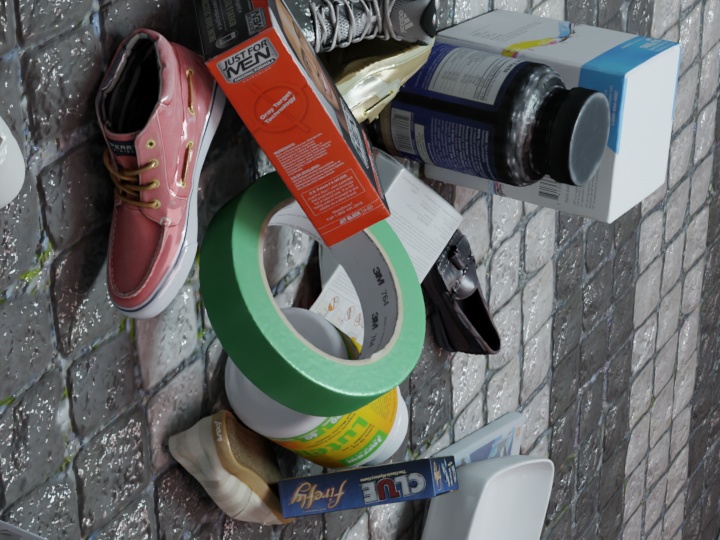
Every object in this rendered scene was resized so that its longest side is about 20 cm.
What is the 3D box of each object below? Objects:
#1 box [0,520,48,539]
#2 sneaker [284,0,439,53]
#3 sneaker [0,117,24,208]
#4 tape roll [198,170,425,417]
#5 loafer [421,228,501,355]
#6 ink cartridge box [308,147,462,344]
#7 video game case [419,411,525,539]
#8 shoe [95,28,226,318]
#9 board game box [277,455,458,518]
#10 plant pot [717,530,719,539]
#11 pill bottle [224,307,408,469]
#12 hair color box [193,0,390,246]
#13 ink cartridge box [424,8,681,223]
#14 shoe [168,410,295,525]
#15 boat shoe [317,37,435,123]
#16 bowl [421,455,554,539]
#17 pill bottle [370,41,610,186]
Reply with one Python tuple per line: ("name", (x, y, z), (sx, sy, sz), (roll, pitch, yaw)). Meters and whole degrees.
("box", (-0.203, 0.252, 1.263), (0.097, 0.176, 0.200), (-65, 152, -16))
("sneaker", (0.000, -0.210, 1.449), (0.200, 0.115, 0.075), (-34, 133, -51))
("sneaker", (-0.247, -0.090, 1.092), (0.076, 0.088, 0.200), (-65, 151, -19))
("tape roll", (-0.036, 0.017, 1.447), (0.200, 0.048, 0.201), (24, 50, -32))
("loafer", (0.102, 0.015, 1.811), (0.072, 0.063, 0.200), (-57, 148, -29))
("ink cartridge box", (0.000, 0.000, 1.661), (0.200, 0.050, 0.162), (-54, 152, 1))
("video game case", (0.124, 0.270, 2.033), (0.200, 0.023, 0.183), (-19, 121, -57))
("shoe", (-0.159, -0.070, 1.289), (0.091, 0.071, 0.201), (27, 76, -60))
("board game box", (0.011, 0.194, 1.610), (0.200, 0.135, 0.035), (29, 52, -79))
("plant pot", (0.729, 0.495, 3.071), (0.196, 0.199, 0.197), (9, 96, -61))
("pill bottle", (-0.029, 0.112, 1.571), (0.200, 0.111, 0.112), (39, 70, -62))
("hair color box", (-0.051, -0.125, 1.364), (0.200, 0.061, 0.102), (56, 13, -39))
("ink cartridge box", (0.183, -0.154, 1.724), (0.146, 0.199, 0.148), (-31, 131, -54))
("shoe", (-0.107, 0.173, 1.538), (0.200, 0.053, 0.070), (57, 15, -59))
("boat shoe", (-0.011, -0.155, 1.514), (0.200, 0.074, 0.067), (-31, 135, -39))
("bowl", (0.125, 0.293, 1.945), (0.200, 0.074, 0.201), (-1, 105, -62))
("pill bottle", (0.117, -0.138, 1.609), (0.112, 0.199, 0.112), (-37, 135, -48))
